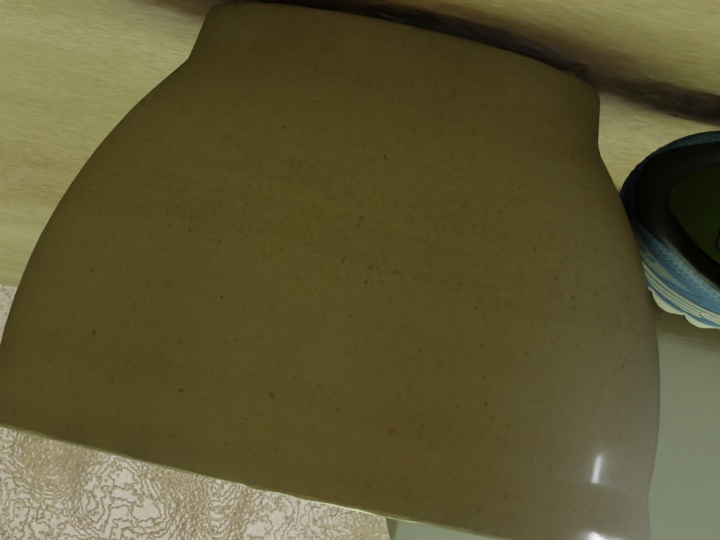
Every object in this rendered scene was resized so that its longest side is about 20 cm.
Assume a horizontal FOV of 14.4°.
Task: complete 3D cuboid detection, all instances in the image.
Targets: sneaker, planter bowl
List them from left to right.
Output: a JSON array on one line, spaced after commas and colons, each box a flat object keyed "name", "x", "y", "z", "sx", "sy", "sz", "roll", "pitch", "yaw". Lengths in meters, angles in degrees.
[{"name": "planter bowl", "x": 0.000, "y": 0.000, "z": 0.831, "sx": 0.199, "sy": 0.136, "sz": 0.200, "roll": 13, "pitch": 177, "yaw": 1}, {"name": "sneaker", "x": 0.168, "y": 0.003, "z": 0.828, "sx": 0.199, "sy": 0.079, "sz": 0.089, "roll": 10, "pitch": 178, "yaw": 13}]

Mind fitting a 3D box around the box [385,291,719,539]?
[{"name": "box", "x": 0.089, "y": 0.052, "z": 1.192, "sx": 0.151, "sy": 0.107, "sz": 0.200, "roll": 12, "pitch": -170, "yaw": -4}]
